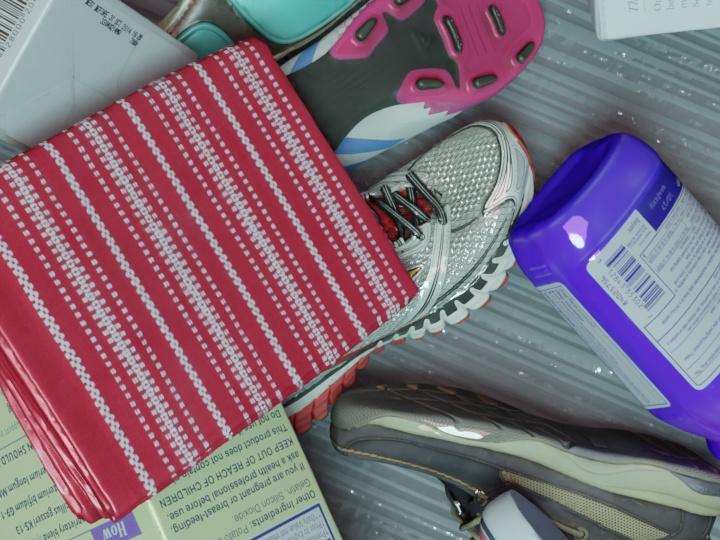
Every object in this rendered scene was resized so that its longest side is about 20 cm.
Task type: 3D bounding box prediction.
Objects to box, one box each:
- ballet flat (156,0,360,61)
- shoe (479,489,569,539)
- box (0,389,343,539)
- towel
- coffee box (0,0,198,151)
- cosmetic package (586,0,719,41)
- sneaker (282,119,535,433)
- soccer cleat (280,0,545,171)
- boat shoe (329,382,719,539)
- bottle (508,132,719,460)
[{"bbox_3d":[-0.065,-0.125,0.860,0.200,0.062,0.068,-40,114,0],"label":"ballet flat"},{"bbox_3d":[0.086,0.189,0.803,0.091,0.072,0.200,-35,125,5],"label":"shoe"},{"bbox_3d":[-0.105,0.130,0.797,0.175,0.096,0.202,-28,85,42],"label":"box"},{"bbox_3d":[-0.076,-0.002,0.734,0.199,0.022,0.145,-34,93,-39],"label":"towel"},{"bbox_3d":[-0.190,-0.123,0.810,0.199,0.114,0.080,30,90,28],"label":"coffee box"},{"bbox_3d":[0.193,-0.224,0.781,0.198,0.123,0.201,-5,117,2],"label":"cosmetic package"},{"bbox_3d":[0.000,0.000,0.831,0.200,0.082,0.078,-41,52,0],"label":"sneaker"},{"bbox_3d":[-0.003,-0.088,0.858,0.199,0.086,0.070,-29,93,-21],"label":"soccer cleat"},{"bbox_3d":[0.078,0.106,0.830,0.198,0.075,0.074,14,97,-7],"label":"boat shoe"},{"bbox_3d":[0.159,0.030,0.824,0.200,0.065,0.084,46,66,-13],"label":"bottle"}]
